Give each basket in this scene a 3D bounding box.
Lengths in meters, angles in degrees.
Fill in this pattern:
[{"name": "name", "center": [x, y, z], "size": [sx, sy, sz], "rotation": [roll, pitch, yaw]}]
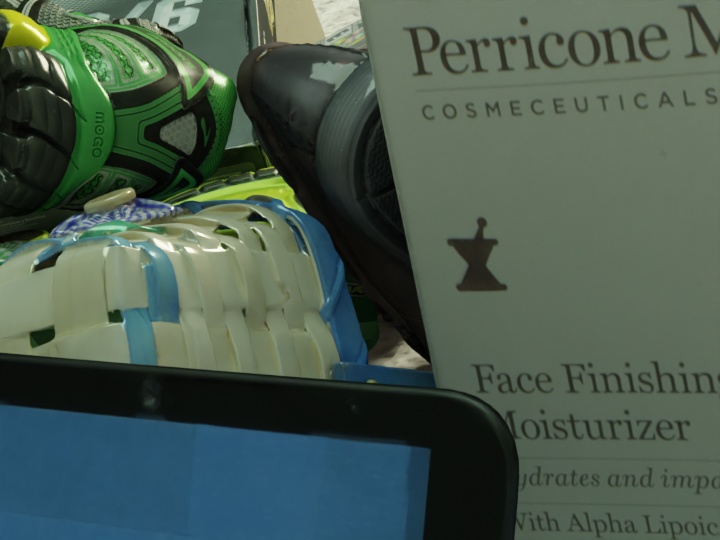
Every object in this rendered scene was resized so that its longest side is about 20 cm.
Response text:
[{"name": "basket", "center": [-0.059, 0.052, 0.697], "size": [0.176, 0.139, 0.200], "rotation": [-15, -17, 26]}]

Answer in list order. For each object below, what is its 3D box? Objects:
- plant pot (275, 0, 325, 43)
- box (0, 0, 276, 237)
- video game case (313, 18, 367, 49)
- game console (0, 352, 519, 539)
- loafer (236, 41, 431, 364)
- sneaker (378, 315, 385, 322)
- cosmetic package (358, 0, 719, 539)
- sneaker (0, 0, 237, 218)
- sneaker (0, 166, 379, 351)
[{"name": "plant pot", "center": [-0.160, -0.127, 1.211], "size": [0.199, 0.200, 0.177], "rotation": [1, 34, 35]}, {"name": "box", "center": [-0.130, -0.070, 0.882], "size": [0.200, 0.046, 0.159], "rotation": [-12, 49, 8]}, {"name": "video game case", "center": [0.063, -0.104, 0.870], "size": [0.200, 0.018, 0.143], "rotation": [-26, 16, 8]}, {"name": "game console", "center": [-0.077, 0.112, 0.527], "size": [0.200, 0.119, 0.171], "rotation": [2, 27, 30]}, {"name": "loafer", "center": [0.025, -0.015, 0.754], "size": [0.063, 0.200, 0.072], "rotation": [27, 76, 35]}, {"name": "sneaker", "center": [-0.036, -0.061, 0.985], "size": [0.200, 0.073, 0.114], "rotation": [35, 38, 2]}, {"name": "cosmetic package", "center": [0.121, -0.019, 0.678], "size": [0.165, 0.200, 0.165], "rotation": [-3, 21, 29]}, {"name": "sneaker", "center": [-0.100, -0.050, 0.757], "size": [0.085, 0.078, 0.200], "rotation": [4, 11, -23]}, {"name": "sneaker", "center": [-0.086, 0.025, 0.803], "size": [0.200, 0.084, 0.074], "rotation": [-13, 19, 9]}]
